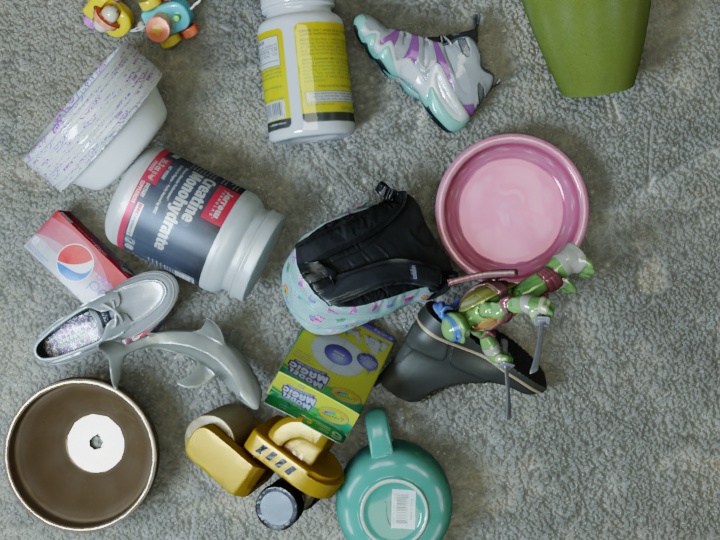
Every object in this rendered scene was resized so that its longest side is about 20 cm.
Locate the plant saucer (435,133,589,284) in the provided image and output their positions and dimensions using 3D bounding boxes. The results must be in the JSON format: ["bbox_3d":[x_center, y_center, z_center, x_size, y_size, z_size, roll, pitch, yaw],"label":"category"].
[{"bbox_3d":[0.198,-0.078,1.616,0.200,0.051,0.201,0,91,2],"label":"plant saucer"}]

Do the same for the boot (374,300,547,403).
[{"bbox_3d":[0.131,0.139,1.624,0.200,0.078,0.138,31,114,-12],"label":"boot"}]

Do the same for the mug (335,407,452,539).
[{"bbox_3d":[0.033,0.292,1.595,0.185,0.114,0.152,45,92,0],"label":"mug"}]

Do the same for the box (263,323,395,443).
[{"bbox_3d":[-0.038,0.127,1.557,0.117,0.200,0.048,28,127,0],"label":"box"}]

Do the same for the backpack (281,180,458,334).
[{"bbox_3d":[0.000,0.000,1.560,0.200,0.127,0.167,-22,67,-28],"label":"backpack"}]

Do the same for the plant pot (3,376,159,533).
[{"bbox_3d":[-0.356,0.235,1.614,0.200,0.093,0.202,0,94,3],"label":"plant pot"}]

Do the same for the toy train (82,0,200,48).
[{"bbox_3d":[-0.300,-0.362,1.590,0.199,0.056,0.151,17,125,-1],"label":"toy train"}]

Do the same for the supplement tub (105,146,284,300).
[{"bbox_3d":[-0.213,-0.059,1.582,0.200,0.140,0.141,26,92,1],"label":"supplement tub"}]

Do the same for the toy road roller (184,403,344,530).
[{"bbox_3d":[-0.108,0.220,1.572,0.200,0.123,0.146,36,103,10],"label":"toy road roller"}]

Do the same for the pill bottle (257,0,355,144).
[{"bbox_3d":[-0.072,-0.269,1.588,0.114,0.114,0.201,-6,91,2],"label":"pill bottle"}]

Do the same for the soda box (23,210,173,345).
[{"bbox_3d":[-0.345,0.012,1.626,0.200,0.063,0.070,44,92,1],"label":"soda box"}]

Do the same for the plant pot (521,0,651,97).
[{"bbox_3d":[0.290,-0.327,1.560,0.186,0.187,0.201,-9,106,2],"label":"plant pot"}]

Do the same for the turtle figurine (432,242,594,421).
[{"bbox_3d":[0.209,0.067,1.506,0.194,0.144,0.200,-34,47,-21],"label":"turtle figurine"}]

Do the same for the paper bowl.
[{"bbox_3d":[-0.324,-0.182,1.555,0.104,0.201,0.201,42,92,-16],"label":"paper bowl"}]

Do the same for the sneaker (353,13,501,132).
[{"bbox_3d":[0.098,-0.293,1.607,0.200,0.078,0.140,44,90,-9],"label":"sneaker"}]

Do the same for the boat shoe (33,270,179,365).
[{"bbox_3d":[-0.325,0.060,1.561,0.199,0.069,0.072,-22,91,3],"label":"boat shoe"}]

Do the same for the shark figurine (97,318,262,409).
[{"bbox_3d":[-0.221,0.093,1.579,0.214,0.090,0.128,13,49,-6],"label":"shark figurine"}]
